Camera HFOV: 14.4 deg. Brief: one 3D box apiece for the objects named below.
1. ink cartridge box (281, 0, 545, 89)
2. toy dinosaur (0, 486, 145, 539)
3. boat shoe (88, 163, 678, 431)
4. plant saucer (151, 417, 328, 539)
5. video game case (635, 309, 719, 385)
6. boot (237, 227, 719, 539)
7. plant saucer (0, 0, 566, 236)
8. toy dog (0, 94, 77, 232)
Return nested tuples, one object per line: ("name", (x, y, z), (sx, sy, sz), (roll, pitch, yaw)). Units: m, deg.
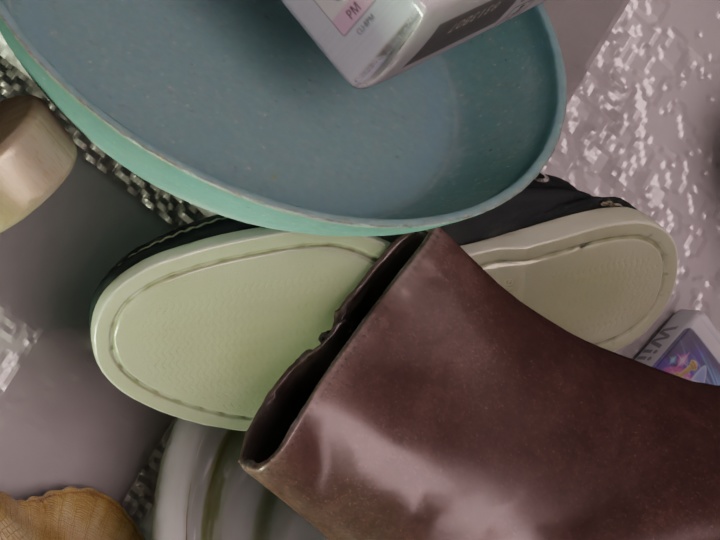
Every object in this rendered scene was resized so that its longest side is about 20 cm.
("ink cartridge box", (-0.004, -0.166, 0.888), (0.200, 0.057, 0.162), (49, 43, 10))
("toy dinosaur", (-0.105, 0.105, 0.884), (0.200, 0.058, 0.101), (48, 55, -30))
("boat shoe", (0.001, -0.002, 0.897), (0.199, 0.066, 0.075), (-11, 126, -23))
("plant saucer", (0.022, 0.100, 0.925), (0.200, 0.050, 0.200), (9, 66, -20))
("video game case", (0.095, 0.133, 1.007), (0.200, 0.018, 0.143), (-47, 112, -20))
("boot", (0.075, 0.043, 0.874), (0.200, 0.072, 0.166), (-49, 112, -19))
("plant saucer", (-0.033, -0.077, 0.866), (0.200, 0.036, 0.200), (17, 42, -16))
("toy dog", (-0.185, -0.020, 0.820), (0.200, 0.096, 0.132), (-19, 105, -12))
